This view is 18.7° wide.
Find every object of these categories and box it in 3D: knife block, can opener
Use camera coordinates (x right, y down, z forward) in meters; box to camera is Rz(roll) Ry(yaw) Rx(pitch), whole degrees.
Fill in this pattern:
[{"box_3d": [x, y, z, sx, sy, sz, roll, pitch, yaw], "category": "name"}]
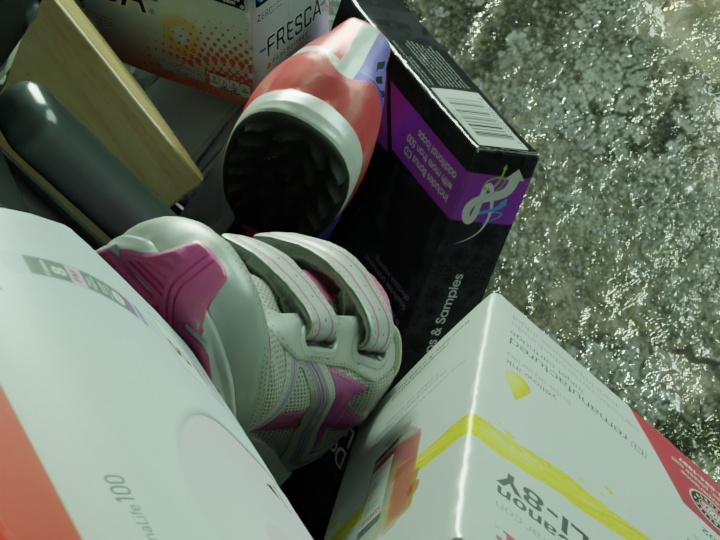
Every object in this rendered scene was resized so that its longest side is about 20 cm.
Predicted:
[{"box_3d": [-0.162, -0.112, 0.863, 0.200, 0.064, 0.176, 54, 4, 33], "category": "knife block"}, {"box_3d": [-0.088, -0.006, 0.827, 0.066, 0.053, 0.200, 55, 6, 38], "category": "can opener"}]

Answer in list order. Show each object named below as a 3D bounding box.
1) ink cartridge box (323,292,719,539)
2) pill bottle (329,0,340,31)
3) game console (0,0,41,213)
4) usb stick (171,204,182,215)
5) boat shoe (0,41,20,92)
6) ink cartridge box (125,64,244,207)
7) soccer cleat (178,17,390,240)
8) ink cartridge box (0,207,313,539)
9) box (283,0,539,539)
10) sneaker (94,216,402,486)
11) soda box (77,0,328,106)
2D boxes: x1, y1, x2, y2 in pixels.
[{"box_3d": [0.065, 0.113, 0.740, 0.145, 0.083, 0.200, 42, 20, -9], "category": "ink cartridge box"}, {"box_3d": [-0.051, -0.087, 1.243, 0.113, 0.113, 0.200, 32, 47, -83], "category": "pill bottle"}, {"box_3d": [-0.147, -0.132, 0.646, 0.200, 0.118, 0.171, 44, 6, -33], "category": "game console"}, {"box_3d": [-0.088, -0.008, 1.073, 0.055, 0.033, 0.200, 52, 2, 18], "category": "usb stick"}, {"box_3d": [-0.146, -0.143, 0.800, 0.060, 0.074, 0.200, 49, 32, -48], "category": "boat shoe"}, {"box_3d": [-0.085, -0.082, 1.084, 0.200, 0.085, 0.146, 40, -1, 38], "category": "ink cartridge box"}, {"box_3d": [-0.037, -0.031, 0.931, 0.068, 0.073, 0.200, 32, -33, -2], "category": "soccer cleat"}, {"box_3d": [-0.072, 0.037, 0.545, 0.163, 0.057, 0.200, 54, -1, 39], "category": "ink cartridge box"}, {"box_3d": [0.000, 0.000, 0.946, 0.036, 0.200, 0.143, 4, 30, -29], "category": "box"}, {"box_3d": [-0.035, 0.019, 0.761, 0.081, 0.088, 0.200, 52, -6, 14], "category": "sneaker"}, {"box_3d": [-0.113, -0.142, 0.978, 0.200, 0.064, 0.068, 21, -47, 24], "category": "soda box"}]
